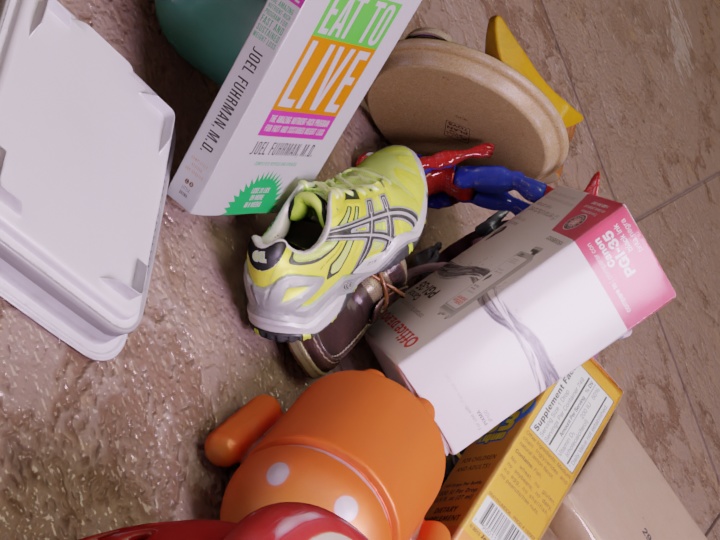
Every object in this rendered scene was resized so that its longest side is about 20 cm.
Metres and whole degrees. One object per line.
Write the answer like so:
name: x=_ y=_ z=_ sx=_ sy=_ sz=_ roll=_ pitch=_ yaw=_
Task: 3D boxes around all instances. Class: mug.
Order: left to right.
mug: x=-0.067 y=-0.213 z=0.977 sx=0.114 sy=0.186 sz=0.152 roll=33 pitch=49 yaw=20

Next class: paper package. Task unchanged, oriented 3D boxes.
paper package: x=0.213 y=0.248 z=1.197 sx=0.201 sy=0.103 sz=0.190 roll=54 pitch=29 yaw=0

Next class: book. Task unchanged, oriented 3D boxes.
book: x=-0.041 y=-0.130 z=0.939 sx=0.048 sy=0.201 sz=0.133 roll=37 pitch=19 yaw=19

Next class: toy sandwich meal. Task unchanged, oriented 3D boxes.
toy sandwich meal: x=0.096 y=-0.139 z=1.189 sx=0.205 sy=0.203 sz=0.071 roll=45 pitch=59 yaw=-36

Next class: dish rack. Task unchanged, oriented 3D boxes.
dish rack: x=-0.171 y=-0.067 z=0.846 sx=0.171 sy=0.043 sz=0.202 roll=42 pitch=39 yaw=-39

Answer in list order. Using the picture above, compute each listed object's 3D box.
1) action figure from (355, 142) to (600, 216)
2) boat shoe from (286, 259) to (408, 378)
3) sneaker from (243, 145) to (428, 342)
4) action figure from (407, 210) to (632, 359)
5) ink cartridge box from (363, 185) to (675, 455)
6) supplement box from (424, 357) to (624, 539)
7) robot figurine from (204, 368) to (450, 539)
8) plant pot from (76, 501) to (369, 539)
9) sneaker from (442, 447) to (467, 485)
action figure: x=0.093 y=-0.071 z=1.165 sx=0.066 sy=0.197 sz=0.052 roll=89 pitch=11 yaw=-58
boat shoe: x=0.000 y=0.000 z=1.061 sx=0.073 sy=0.071 sz=0.201 roll=58 pitch=31 yaw=-20
sneaker: x=-0.011 y=-0.035 z=1.004 sx=0.200 sy=0.075 sz=0.077 roll=-51 pitch=145 yaw=-41
action figure: x=0.136 y=0.053 z=1.196 sx=0.202 sy=0.133 sz=0.149 roll=64 pitch=31 yaw=-5
ink cartridge box: x=0.110 y=0.032 z=1.054 sx=0.083 sy=0.199 sz=0.146 roll=57 pitch=-5 yaw=-14
supplement box: x=0.113 y=0.146 z=1.043 sx=0.069 sy=0.066 sz=0.201 roll=47 pitch=59 yaw=-14
robot figurine: x=-0.014 y=0.140 z=0.906 sx=0.145 sy=0.116 sz=0.200 roll=63 pitch=31 yaw=-11
plant pot: x=-0.070 y=0.218 z=0.705 sx=0.200 sy=0.181 sz=0.203 roll=40 pitch=40 yaw=-44
sneaker: x=0.091 y=0.141 z=1.102 sx=0.084 sy=0.074 sz=0.203 roll=29 pitch=61 yaw=-41
